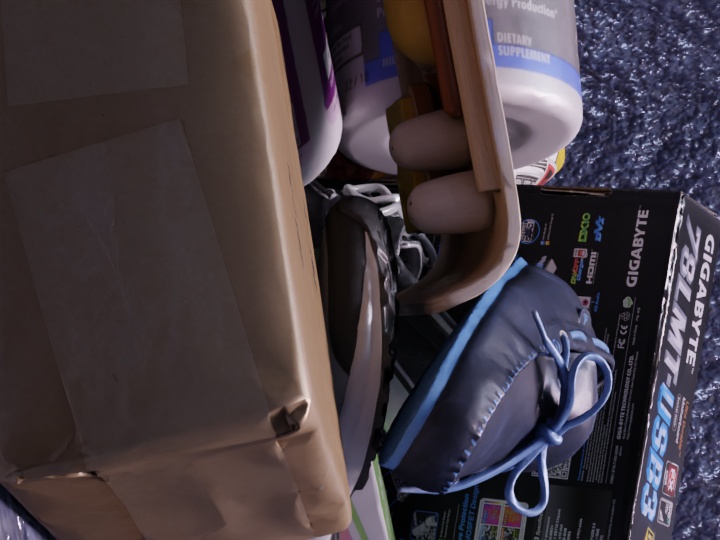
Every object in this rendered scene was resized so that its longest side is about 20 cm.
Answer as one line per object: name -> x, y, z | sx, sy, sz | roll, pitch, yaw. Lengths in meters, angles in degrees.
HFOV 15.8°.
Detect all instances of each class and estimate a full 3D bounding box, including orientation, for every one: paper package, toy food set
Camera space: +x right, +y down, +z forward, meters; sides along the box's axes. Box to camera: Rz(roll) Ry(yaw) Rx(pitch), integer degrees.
paper package -> -0.070, -0.013, 0.868 | 0.191, 0.103, 0.201 | 77, 3, -73
toy food set -> 0.009, -0.082, 1.022 | 0.144, 0.060, 0.201 | 167, -86, -82

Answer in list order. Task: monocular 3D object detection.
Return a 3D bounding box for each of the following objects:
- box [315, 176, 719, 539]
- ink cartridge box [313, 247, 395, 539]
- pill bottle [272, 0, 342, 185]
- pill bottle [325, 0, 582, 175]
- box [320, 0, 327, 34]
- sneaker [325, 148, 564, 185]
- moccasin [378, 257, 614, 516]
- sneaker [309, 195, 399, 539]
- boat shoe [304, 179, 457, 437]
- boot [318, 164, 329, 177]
box -> 0.050, 0.060, 1.163 | 0.050, 0.198, 0.201 | 26, 70, -54
ink cartridge box -> -0.041, 0.099, 1.070 | 0.059, 0.104, 0.200 | -97, 176, -65
pill bottle -> -0.077, -0.128, 1.072 | 0.112, 0.112, 0.200 | -97, 176, -54
pill bottle -> 0.039, -0.153, 1.180 | 0.114, 0.113, 0.201 | 72, 14, -73
box -> -0.004, -0.151, 1.339 | 0.200, 0.163, 0.086 | -20, -129, 69
sneaker -> 0.031, -0.052, 1.314 | 0.200, 0.082, 0.078 | 8, -64, 59
moccasin -> 0.065, 0.041, 1.000 | 0.081, 0.068, 0.200 | -55, 175, 24
sneaker -> -0.034, 0.064, 0.987 | 0.074, 0.079, 0.201 | -81, -171, -72
boat shoe -> 0.000, -0.001, 1.135 | 0.199, 0.068, 0.074 | 53, -5, 31
boot -> -0.054, -0.024, 1.312 | 0.200, 0.073, 0.151 | -81, 179, -62
